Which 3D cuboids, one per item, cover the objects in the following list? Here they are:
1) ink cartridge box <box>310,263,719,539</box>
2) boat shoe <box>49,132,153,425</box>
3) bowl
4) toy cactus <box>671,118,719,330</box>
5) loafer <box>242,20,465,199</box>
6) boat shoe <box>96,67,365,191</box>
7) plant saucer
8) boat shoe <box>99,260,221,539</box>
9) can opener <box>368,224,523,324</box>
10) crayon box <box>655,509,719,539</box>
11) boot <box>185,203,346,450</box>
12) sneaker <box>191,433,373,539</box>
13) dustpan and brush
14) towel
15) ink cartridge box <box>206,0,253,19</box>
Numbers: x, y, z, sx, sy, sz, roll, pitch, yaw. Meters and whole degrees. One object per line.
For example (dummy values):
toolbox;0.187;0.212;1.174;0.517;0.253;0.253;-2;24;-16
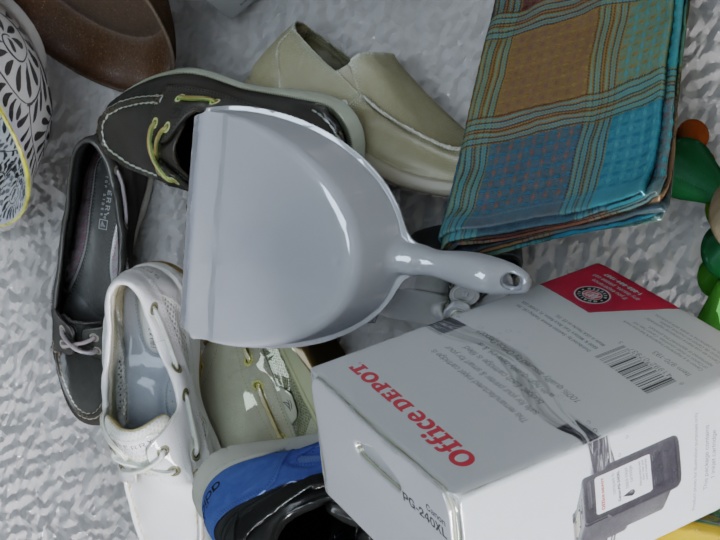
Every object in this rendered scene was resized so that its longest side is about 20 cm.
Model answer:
ink cartridge box;0.092;0.084;0.857;0.145;0.198;0.084;36;138;51
boat shoe;-0.183;0.005;1.101;0.066;0.057;0.203;7;92;22
bowl;-0.274;-0.136;1.105;0.199;0.202;0.094;26;55;21
toy cactus;0.196;-0.018;0.887;0.101;0.165;0.202;-23;74;-6
loafer;0.013;-0.099;1.011;0.198;0.075;0.069;25;105;22
boat shoe;-0.094;-0.082;1.004;0.199;0.060;0.073;6;114;35
plant saucer;-0.192;-0.196;1.055;0.199;0.201;0.037;26;67;21
boat shoe;-0.130;0.098;1.001;0.070;0.069;0.203;-8;93;20
can opener;0.000;0.000;0.994;0.197;0.067;0.053;7;133;-7
crayon box;0.154;0.150;0.921;0.198;0.125;0.052;8;93;23
boot;-0.096;0.059;1.060;0.154;0.072;0.201;-35;77;21
sneaker;0.009;0.128;0.951;0.197;0.111;0.078;-14;118;-16
dustpan and brush;-0.003;-0.010;0.911;0.198;0.057;0.142;15;107;30
towel;0.118;-0.104;0.923;0.145;0.022;0.202;-13;52;38
ink cartridge box;-0.129;-0.256;1.001;0.086;0.200;0.148;-43;73;8
